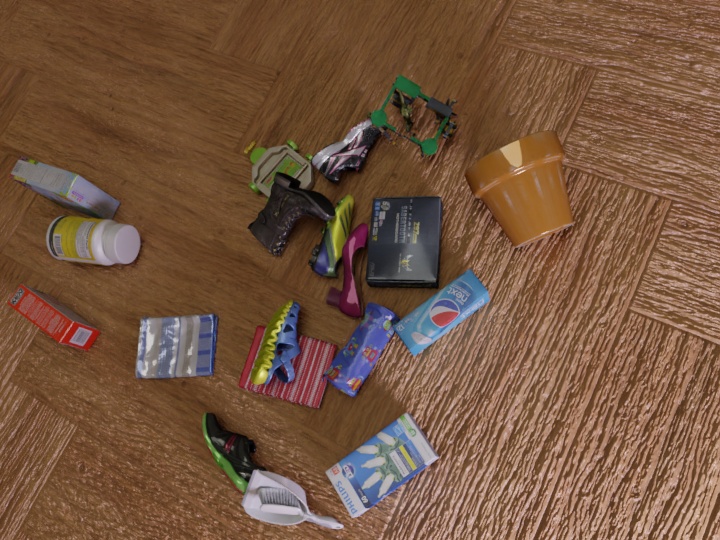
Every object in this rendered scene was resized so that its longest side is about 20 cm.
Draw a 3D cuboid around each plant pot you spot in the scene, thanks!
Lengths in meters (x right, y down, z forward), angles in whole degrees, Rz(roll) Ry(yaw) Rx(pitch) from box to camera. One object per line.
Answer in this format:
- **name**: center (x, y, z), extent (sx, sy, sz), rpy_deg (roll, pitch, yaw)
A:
- **plant pot**: center (0.339, -0.154, 1.221), extent (0.199, 0.200, 0.185), rpy_deg (-23, 83, 6)

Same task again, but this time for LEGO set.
- **LEGO set**: center (0.119, -0.353, 1.385), extent (0.198, 0.116, 0.155), rpy_deg (21, 98, -2)

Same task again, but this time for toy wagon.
- **toy wagon**: center (-0.204, -0.246, 1.465), extent (0.200, 0.040, 0.155), rpy_deg (39, 85, 23)

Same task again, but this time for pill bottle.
- **pill bottle**: center (-0.658, -0.072, 1.484), extent (0.198, 0.114, 0.115), rpy_deg (6, 73, 16)

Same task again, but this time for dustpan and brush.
- **dustpan and brush**: center (-0.128, 0.467, 1.179), extent (0.198, 0.140, 0.057), rpy_deg (14, 36, -12)

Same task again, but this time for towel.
- **towel**: center (-0.160, 0.208, 1.309), extent (0.198, 0.023, 0.146), rpy_deg (12, 73, 16)
- **towel**: center (-0.428, 0.174, 1.389), extent (0.198, 0.024, 0.148), rpy_deg (-4, 72, 13)

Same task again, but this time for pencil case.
- **pencil case**: center (0.002, 0.163, 1.252), extent (0.201, 0.078, 0.087), rpy_deg (-58, 30, -8)

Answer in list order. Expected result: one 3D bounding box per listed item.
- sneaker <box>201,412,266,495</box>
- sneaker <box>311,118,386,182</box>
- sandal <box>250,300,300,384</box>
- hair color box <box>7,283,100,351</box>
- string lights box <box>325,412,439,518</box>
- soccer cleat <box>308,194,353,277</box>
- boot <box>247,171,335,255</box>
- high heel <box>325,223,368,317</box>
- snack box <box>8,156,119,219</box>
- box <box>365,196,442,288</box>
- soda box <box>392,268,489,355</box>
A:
- **sneaker**: center (-0.267, 0.376, 1.262), extent (0.083, 0.077, 0.200), rpy_deg (-32, 63, -25)
- **sneaker**: center (-0.014, -0.279, 1.419), extent (0.199, 0.080, 0.087), rpy_deg (-35, 90, -1)
- **sandal**: center (-0.166, 0.160, 1.286), extent (0.087, 0.079, 0.201), rpy_deg (26, 64, -18)
- **hair color box**: center (-0.740, 0.114, 1.450), extent (0.199, 0.102, 0.062), rpy_deg (28, 80, 22)
- **string lights box**: center (0.043, 0.380, 1.175), extent (0.199, 0.059, 0.103), rpy_deg (-37, 68, 1)
- **soccer cleat**: center (-0.050, -0.076, 1.365), extent (0.083, 0.065, 0.202), rpy_deg (25, 73, -9)
- **boot**: center (-0.160, -0.111, 1.375), extent (0.199, 0.069, 0.175), rpy_deg (35, 110, 26)
- **high heel**: center (0.000, 0.000, 1.312), extent (0.096, 0.067, 0.202), rpy_deg (21, 93, 30)
- **snack box**: center (-0.747, -0.203, 1.522), extent (0.198, 0.169, 0.068), rpy_deg (16, 77, 20)
- **box**: center (0.098, -0.062, 1.316), extent (0.156, 0.051, 0.202), rpy_deg (2, 72, 14)
- **soda box**: center (0.167, 0.088, 1.237), extent (0.199, 0.068, 0.064), rpy_deg (-37, 66, 0)
